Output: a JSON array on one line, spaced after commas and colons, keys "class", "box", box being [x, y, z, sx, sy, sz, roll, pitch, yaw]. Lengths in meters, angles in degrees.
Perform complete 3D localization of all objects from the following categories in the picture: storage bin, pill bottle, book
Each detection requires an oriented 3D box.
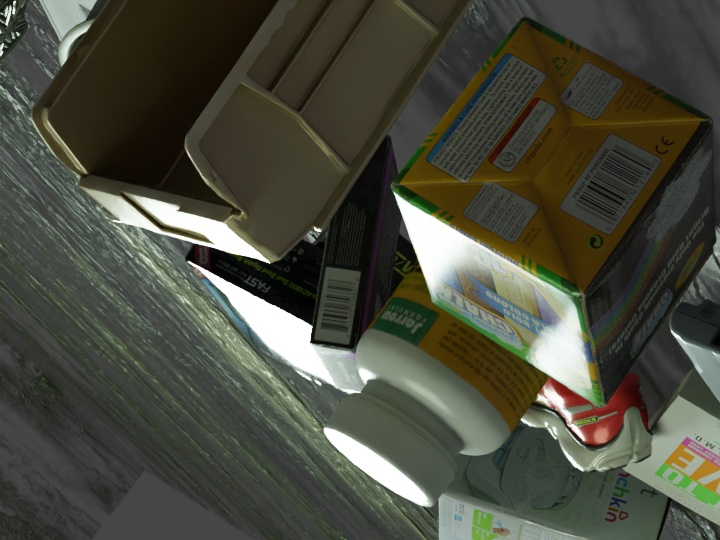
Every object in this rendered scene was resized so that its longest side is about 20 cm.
[{"class": "storage bin", "box": [-0.060, -0.117, 1.090, 0.094, 0.199, 0.200, 40, 166, -30]}, {"class": "pill bottle", "box": [0.067, 0.043, 1.283, 0.113, 0.200, 0.113, 34, 166, 9]}, {"class": "book", "box": [0.266, 0.133, 1.428, 0.133, 0.048, 0.200, 33, 163, 8]}]

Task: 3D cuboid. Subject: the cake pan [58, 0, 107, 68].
[{"class": "cake pan", "box": [-0.094, -0.131, 1.321, 0.199, 0.037, 0.200, 11, 160, 4]}]

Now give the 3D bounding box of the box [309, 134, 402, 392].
[{"class": "box", "box": [0.000, 0.000, 1.397, 0.036, 0.144, 0.200, 8, 169, 7]}]

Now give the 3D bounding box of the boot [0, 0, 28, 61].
[{"class": "boot", "box": [-0.372, -0.258, 1.695, 0.200, 0.066, 0.175, 39, 166, -2]}]

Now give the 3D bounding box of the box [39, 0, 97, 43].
[{"class": "box", "box": [-0.163, -0.177, 1.441, 0.116, 0.060, 0.200, 33, 165, 18]}]

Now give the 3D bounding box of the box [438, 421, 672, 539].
[{"class": "box", "box": [0.158, 0.189, 1.667, 0.176, 0.097, 0.200, 16, 163, 8]}]

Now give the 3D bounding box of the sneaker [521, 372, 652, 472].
[{"class": "sneaker", "box": [0.154, 0.071, 1.468, 0.200, 0.077, 0.085, -143, 44, -61]}]

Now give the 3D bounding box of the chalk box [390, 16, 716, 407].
[{"class": "chalk box", "box": [0.113, -0.020, 1.126, 0.124, 0.125, 0.200, 31, 164, 21]}]

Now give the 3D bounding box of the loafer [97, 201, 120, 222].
[{"class": "loafer", "box": [-0.084, -0.068, 1.345, 0.199, 0.076, 0.070, -2, 178, 36]}]

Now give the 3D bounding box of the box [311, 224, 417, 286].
[{"class": "box", "box": [0.040, 0.033, 1.653, 0.193, 0.048, 0.200, 36, 166, -4]}]

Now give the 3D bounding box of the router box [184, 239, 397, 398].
[{"class": "router box", "box": [-0.028, 0.041, 1.625, 0.200, 0.062, 0.150, 26, 162, 37]}]

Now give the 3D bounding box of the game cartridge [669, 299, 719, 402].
[{"class": "game cartridge", "box": [0.288, 0.089, 1.233, 0.200, 0.042, 0.133, 23, 156, 47]}]
